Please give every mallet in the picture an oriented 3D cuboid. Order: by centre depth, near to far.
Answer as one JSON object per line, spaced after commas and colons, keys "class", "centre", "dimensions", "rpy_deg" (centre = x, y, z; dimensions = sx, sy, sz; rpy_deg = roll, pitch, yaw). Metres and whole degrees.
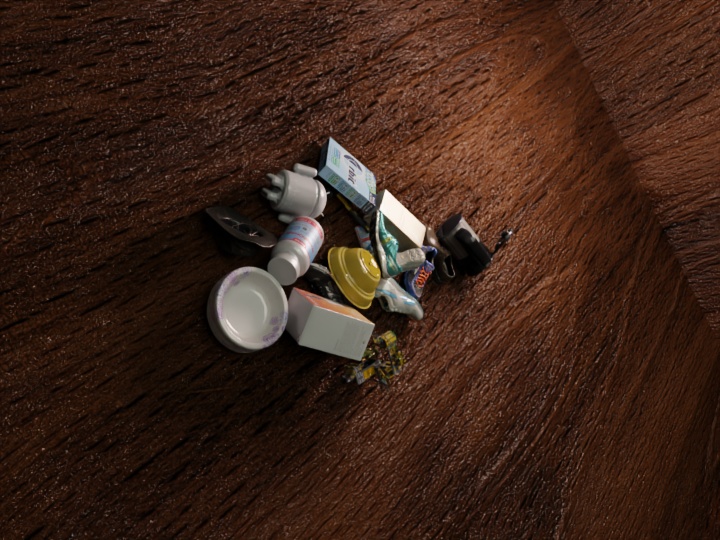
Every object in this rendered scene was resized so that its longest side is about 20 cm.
{"class": "mallet", "centre": [-0.041, -0.188, 1.745], "dimensions": [0.202, 0.041, 0.066], "rpy_deg": [54, 51, -9]}

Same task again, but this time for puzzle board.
{"class": "puzzle board", "centre": [0.079, -0.087, 1.828], "dimensions": [0.197, 0.017, 0.154], "rpy_deg": [-19, 88, -39]}

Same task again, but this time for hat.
{"class": "hat", "centre": [-0.316, -0.085, 1.468], "dimensions": [0.197, 0.201, 0.082], "rpy_deg": [18, 110, -33]}

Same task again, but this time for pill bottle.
{"class": "pill bottle", "centre": [-0.173, -0.052, 1.523], "dimensions": [0.109, 0.108, 0.201], "rpy_deg": [47, 33, -16]}

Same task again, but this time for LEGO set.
{"class": "LEGO set", "centre": [0.016, 0.244, 1.580], "dimensions": [0.114, 0.197, 0.158], "rpy_deg": [-24, 111, -37]}

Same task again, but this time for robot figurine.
{"class": "robot figurine", "centre": [-0.177, -0.209, 1.602], "dimensions": [0.196, 0.113, 0.173], "rpy_deg": [12, 107, -34]}

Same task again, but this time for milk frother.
{"class": "milk frother", "centre": [0.398, -0.119, 1.969], "dimensions": [0.188, 0.179, 0.201], "rpy_deg": [46, 69, -18]}

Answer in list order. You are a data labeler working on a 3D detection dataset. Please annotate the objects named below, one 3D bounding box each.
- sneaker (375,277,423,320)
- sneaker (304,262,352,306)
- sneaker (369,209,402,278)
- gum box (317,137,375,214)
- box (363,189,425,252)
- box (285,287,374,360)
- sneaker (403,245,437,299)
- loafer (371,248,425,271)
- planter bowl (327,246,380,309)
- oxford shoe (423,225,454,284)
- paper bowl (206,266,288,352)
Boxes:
{"class": "sneaker", "centre": [0.112, 0.099, 1.768], "dimensions": [0.199, 0.076, 0.082], "rpy_deg": [40, 72, -21]}
{"class": "sneaker", "centre": [-0.099, 0.056, 1.611], "dimensions": [0.198, 0.075, 0.089], "rpy_deg": [36, 63, -25]}
{"class": "sneaker", "centre": [0.073, -0.080, 1.702], "dimensions": [0.078, 0.077, 0.205], "rpy_deg": [-12, 89, -14]}
{"class": "gum box", "centre": [-0.037, -0.288, 1.739], "dimensions": [0.198, 0.044, 0.172], "rpy_deg": [36, 32, -25]}
{"class": "box", "centre": [0.109, -0.148, 1.799], "dimensions": [0.199, 0.077, 0.097], "rpy_deg": [38, 51, -28]}
{"class": "box", "centre": [-0.089, 0.142, 1.520], "dimensions": [0.197, 0.152, 0.109], "rpy_deg": [20, 96, -32]}
{"class": "sneaker", "centre": [0.195, 0.000, 1.845], "dimensions": [0.075, 0.077, 0.204], "rpy_deg": [36, 57, -35]}
{"class": "loafer", "centre": [0.106, -0.021, 1.773], "dimensions": [0.195, 0.070, 0.071], "rpy_deg": [-5, 55, -17]}
{"class": "planter bowl", "centre": [0.000, 0.000, 1.643], "dimensions": [0.200, 0.083, 0.203], "rpy_deg": [44, 26, -28]}
{"class": "oxford shoe", "centre": [0.265, -0.062, 1.924], "dimensions": [0.072, 0.084, 0.204], "rpy_deg": [-25, 90, -38]}
{"class": "paper bowl", "centre": [-0.286, 0.101, 1.428], "dimensions": [0.197, 0.104, 0.206], "rpy_deg": [13, 68, -34]}
